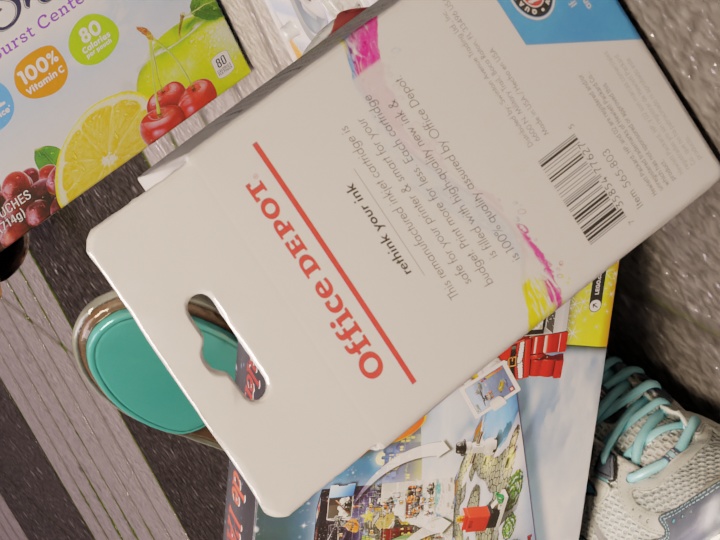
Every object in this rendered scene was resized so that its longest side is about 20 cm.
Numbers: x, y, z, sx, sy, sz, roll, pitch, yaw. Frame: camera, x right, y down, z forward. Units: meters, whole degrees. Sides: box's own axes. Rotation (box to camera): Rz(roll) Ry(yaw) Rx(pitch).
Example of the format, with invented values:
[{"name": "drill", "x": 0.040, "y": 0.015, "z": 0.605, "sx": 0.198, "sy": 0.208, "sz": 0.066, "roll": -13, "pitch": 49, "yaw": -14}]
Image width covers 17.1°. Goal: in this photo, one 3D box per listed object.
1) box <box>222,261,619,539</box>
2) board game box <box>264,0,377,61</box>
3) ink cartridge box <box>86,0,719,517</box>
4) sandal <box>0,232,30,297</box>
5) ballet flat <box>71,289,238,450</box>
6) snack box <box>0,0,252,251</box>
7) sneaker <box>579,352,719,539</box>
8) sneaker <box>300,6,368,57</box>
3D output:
[{"name": "box", "x": 0.020, "y": 0.061, "z": 0.903, "sx": 0.038, "sy": 0.135, "sz": 0.202, "roll": -128, "pitch": 40, "yaw": -59}, {"name": "board game box", "x": -0.008, "y": -0.110, "z": 0.970, "sx": 0.200, "sy": 0.026, "sz": 0.201, "roll": 30, "pitch": 151, "yaw": 54}, {"name": "ink cartridge box", "x": 0.008, "y": -0.020, "z": 0.801, "sx": 0.116, "sy": 0.200, "sz": 0.068, "roll": 56, "pitch": 162, "yaw": -9}, {"name": "sandal", "x": -0.266, "y": -0.062, "z": 1.711, "sx": 0.207, "sy": 0.059, "sz": 0.080, "roll": -114, "pitch": 21, "yaw": -45}, {"name": "ballet flat", "x": -0.055, "y": 0.042, "z": 1.020, "sx": 0.200, "sy": 0.067, "sz": 0.064, "roll": 34, "pitch": -154, "yaw": -43}, {"name": "snack box", "x": -0.173, "y": -0.111, "z": 1.109, "sx": 0.068, "sy": 0.200, "sz": 0.169, "roll": 29, "pitch": 150, "yaw": 53}, {"name": "sneaker", "x": 0.097, "y": 0.073, "z": 0.965, "sx": 0.087, "sy": 0.077, "sz": 0.200, "roll": 61, "pitch": 162, "yaw": -12}, {"name": "sneaker", "x": -0.014, "y": -0.006, "z": 0.929, "sx": 0.082, "sy": 0.077, "sz": 0.201, "roll": -129, "pitch": 43, "yaw": -58}]
